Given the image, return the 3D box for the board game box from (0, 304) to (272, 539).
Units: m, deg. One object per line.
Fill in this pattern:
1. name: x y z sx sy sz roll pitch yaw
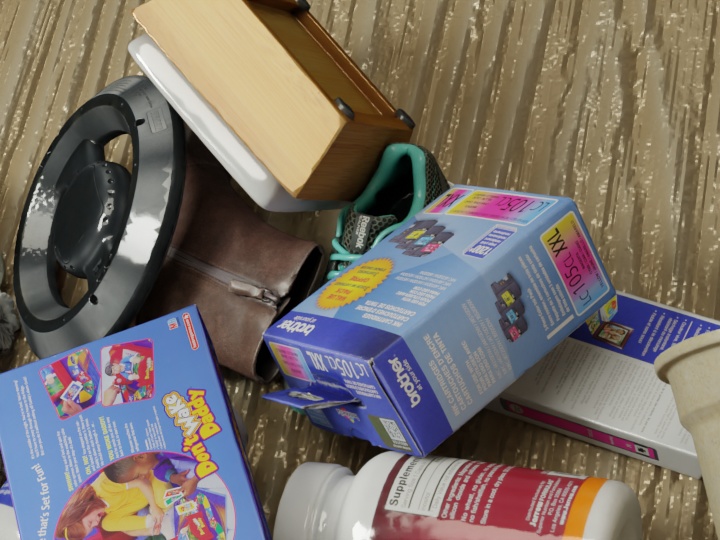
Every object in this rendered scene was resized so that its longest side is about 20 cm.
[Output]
1. board game box: -0.128 0.128 1.289 0.134 0.045 0.201 -19 52 -1

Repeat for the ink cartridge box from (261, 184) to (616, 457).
1. ink cartridge box: 0.036 0.036 1.360 0.200 0.077 0.136 -40 23 -22

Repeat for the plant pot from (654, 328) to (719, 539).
1. plant pot: 0.269 0.129 1.229 0.199 0.200 0.185 -8 76 10

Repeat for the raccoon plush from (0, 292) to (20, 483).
1. raccoon plush: -0.302 0.107 1.496 0.133 0.097 0.200 -17 22 20

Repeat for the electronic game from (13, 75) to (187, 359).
1. electronic game: -0.174 -0.033 1.499 0.200 0.041 0.201 -32 48 46

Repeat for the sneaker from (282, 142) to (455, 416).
1. sneaker: 0.000 0.000 1.456 0.077 0.091 0.201 14 61 25

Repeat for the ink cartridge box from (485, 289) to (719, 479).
1. ink cartridge box: 0.176 0.067 1.395 0.199 0.037 0.095 16 61 28

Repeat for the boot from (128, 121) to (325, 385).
1. boot: -0.081 -0.025 1.492 0.166 0.072 0.201 10 73 41

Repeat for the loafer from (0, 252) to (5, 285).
1. loafer: -0.338 0.034 1.553 0.199 0.072 0.063 -31 29 -13

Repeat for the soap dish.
1. soap dish: -0.051 -0.115 1.457 0.081 0.200 0.158 -43 80 12

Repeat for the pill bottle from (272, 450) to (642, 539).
1. pill bottle: 0.056 0.166 1.310 0.199 0.113 0.114 6 57 20

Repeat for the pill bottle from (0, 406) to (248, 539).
1. pill bottle: -0.165 0.151 1.384 0.112 0.112 0.200 22 64 28
